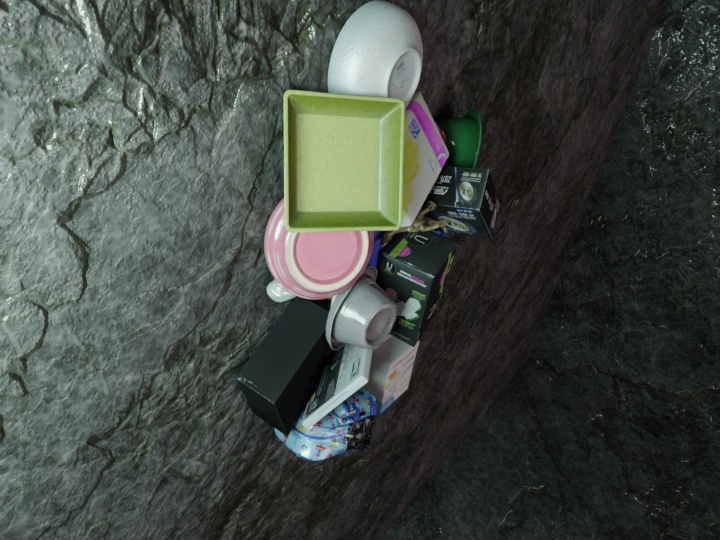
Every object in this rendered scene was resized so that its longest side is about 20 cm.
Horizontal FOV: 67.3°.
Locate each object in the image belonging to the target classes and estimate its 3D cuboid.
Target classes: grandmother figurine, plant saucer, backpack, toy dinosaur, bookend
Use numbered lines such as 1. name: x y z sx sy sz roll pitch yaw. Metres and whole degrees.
1. grandmother figurine: -0.097 -0.030 0.967 0.121 0.060 0.202 39 85 -41
2. plant saucer: -0.029 -0.165 0.842 0.195 0.048 0.205 -3 99 -23
3. backpack: -0.085 0.326 1.205 0.197 0.181 0.138 -3 112 -44
4. plant saucer: -0.062 -0.044 0.912 0.196 0.051 0.205 -8 109 -22
5. toy dinosaur: 0.121 -0.097 1.084 0.197 0.100 0.060 -15 86 -36
6. bookend: -0.135 0.191 1.070 0.201 0.091 0.200 -55 161 -26

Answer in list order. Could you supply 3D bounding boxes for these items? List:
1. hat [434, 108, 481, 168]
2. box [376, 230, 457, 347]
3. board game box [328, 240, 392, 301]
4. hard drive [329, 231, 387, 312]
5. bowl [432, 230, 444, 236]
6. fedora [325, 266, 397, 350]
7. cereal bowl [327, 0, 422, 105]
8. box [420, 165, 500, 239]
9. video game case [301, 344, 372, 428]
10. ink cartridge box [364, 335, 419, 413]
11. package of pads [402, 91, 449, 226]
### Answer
1. hat: 0.152 -0.281 1.159 0.172 0.168 0.203 6 129 -11
2. box: 0.112 0.029 1.176 0.149 0.122 0.203 -47 155 -46
3. board game box: 0.017 0.001 1.192 0.199 0.040 0.156 9 108 -61
4. hard drive: 0.000 0.000 1.093 0.131 0.025 0.204 -24 135 -48
5. bowl: 0.156 -0.053 1.334 0.202 0.039 0.202 -55 163 -26
6. fedora: 0.015 0.088 1.047 0.180 0.089 0.200 -63 160 -1
7. cereal bowl: 0.040 -0.323 0.883 0.199 0.083 0.203 -40 147 -32
8. box: 0.180 -0.147 1.141 0.164 0.196 0.088 38 66 -62
9. video game case: -0.040 0.209 1.127 0.181 0.023 0.201 -42 -163 25
10. ink cartridge box: 0.056 0.231 1.385 0.128 0.124 0.203 -30 141 -41
11. package of pads: 0.080 -0.200 0.999 0.155 0.067 0.202 53 57 -40
